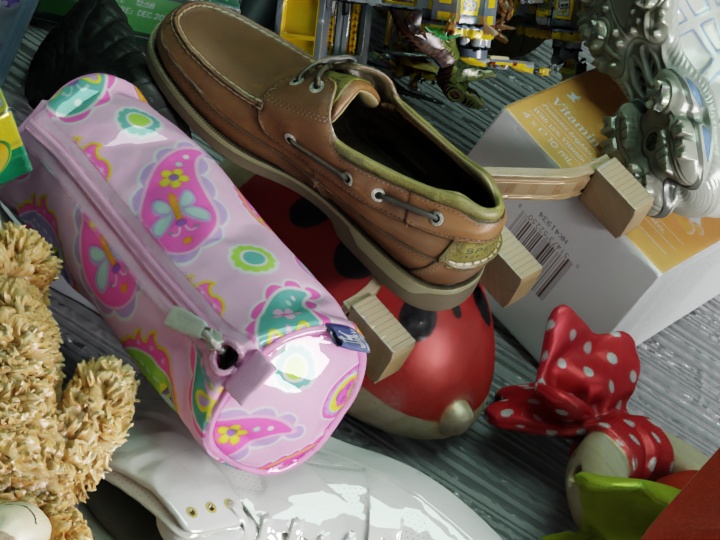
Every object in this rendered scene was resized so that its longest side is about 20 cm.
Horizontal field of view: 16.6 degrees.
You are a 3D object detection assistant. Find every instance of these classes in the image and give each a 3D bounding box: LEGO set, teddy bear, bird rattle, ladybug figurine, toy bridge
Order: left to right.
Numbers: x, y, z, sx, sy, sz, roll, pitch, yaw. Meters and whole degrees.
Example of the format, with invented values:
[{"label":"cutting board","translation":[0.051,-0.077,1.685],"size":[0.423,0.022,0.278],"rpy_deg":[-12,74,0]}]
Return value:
[{"label":"teddy bear","translation":[-0.157,0.061,0.997],"size":[0.144,0.067,0.201],"rpy_deg":[17,53,-19]},{"label":"ladybug figurine","translation":[0.000,0.000,1.232],"size":[0.135,0.072,0.200],"rpy_deg":[-12,53,-45]},{"label":"LEGO set","translation":[0.037,-0.113,1.332],"size":[0.153,0.117,0.200],"rpy_deg":[9,8,17]},{"label":"toy bridge","translation":[0.059,-0.015,1.194],"size":[0.200,0.027,0.067],"rpy_deg":[-30,69,-38]},{"label":"bird rattle","translation":[0.138,0.120,1.197],"size":[0.163,0.113,0.200],"rpy_deg":[31,19,-20]}]

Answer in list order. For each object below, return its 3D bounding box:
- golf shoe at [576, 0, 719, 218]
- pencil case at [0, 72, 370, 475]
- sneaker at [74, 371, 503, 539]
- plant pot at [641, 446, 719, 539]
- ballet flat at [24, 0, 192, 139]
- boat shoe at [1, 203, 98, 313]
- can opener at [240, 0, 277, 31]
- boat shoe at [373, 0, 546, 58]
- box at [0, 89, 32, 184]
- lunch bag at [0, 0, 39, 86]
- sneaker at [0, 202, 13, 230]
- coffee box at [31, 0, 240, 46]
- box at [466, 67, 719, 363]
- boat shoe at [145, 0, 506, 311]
[{"label":"golf shoe","translation":[0.174,-0.115,1.305],"size":[0.097,0.078,0.201],"rpy_deg":[11,63,-31]},{"label":"pencil case","translation":[-0.079,-0.001,1.067],"size":[0.087,0.088,0.200],"rpy_deg":[-5,41,-40]},{"label":"sneaker","translation":[-0.036,0.121,1.062],"size":[0.199,0.074,0.116],"rpy_deg":[28,36,11]},{"label":"plant pot","translation":[0.261,0.156,1.062],"size":[0.200,0.176,0.201],"rpy_deg":[-36,110,-54]},{"label":"ballet flat","translation":[-0.129,-0.091,1.239],"size":[0.057,0.067,0.200],"rpy_deg":[35,11,-24]},{"label":"boat shoe","translation":[-0.102,-0.009,1.171],"size":[0.200,0.066,0.070],"rpy_deg":[41,35,16]},{"label":"can opener","translation":[-0.046,-0.157,1.414],"size":[0.079,0.063,0.201],"rpy_deg":[46,38,-26]},{"label":"boat shoe","translation":[0.045,-0.184,1.476],"size":[0.200,0.073,0.065],"rpy_deg":[26,25,-51]},{"label":"box","translation":[-0.254,-0.054,1.067],"size":[0.199,0.048,0.118],"rpy_deg":[-22,53,-8]},{"label":"lunch bag","translation":[-0.202,-0.220,1.247],"size":[0.127,0.200,0.170],"rpy_deg":[9,39,-28]},{"label":"sneaker","translation":[-0.204,-0.034,1.133],"size":[0.080,0.074,0.201],"rpy_deg":[13,46,-31]},{"label":"coffee box","translation":[-0.146,-0.206,1.408],"size":[0.122,0.044,0.201],"rpy_deg":[11,38,-25]},{"label":"box","translation":[0.146,-0.037,1.358],"size":[0.124,0.098,0.200],"rpy_deg":[47,37,13]},{"label":"boat shoe","translation":[-0.012,-0.071,1.145],"size":[0.200,0.068,0.072],"rpy_deg":[38,48,10]}]
